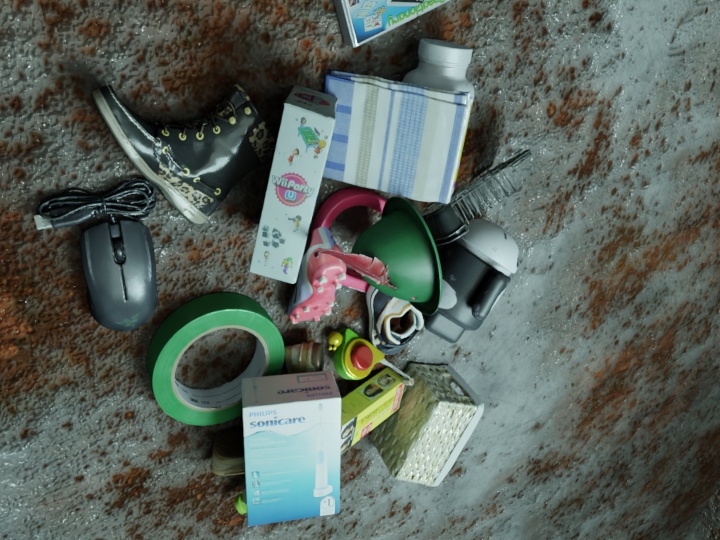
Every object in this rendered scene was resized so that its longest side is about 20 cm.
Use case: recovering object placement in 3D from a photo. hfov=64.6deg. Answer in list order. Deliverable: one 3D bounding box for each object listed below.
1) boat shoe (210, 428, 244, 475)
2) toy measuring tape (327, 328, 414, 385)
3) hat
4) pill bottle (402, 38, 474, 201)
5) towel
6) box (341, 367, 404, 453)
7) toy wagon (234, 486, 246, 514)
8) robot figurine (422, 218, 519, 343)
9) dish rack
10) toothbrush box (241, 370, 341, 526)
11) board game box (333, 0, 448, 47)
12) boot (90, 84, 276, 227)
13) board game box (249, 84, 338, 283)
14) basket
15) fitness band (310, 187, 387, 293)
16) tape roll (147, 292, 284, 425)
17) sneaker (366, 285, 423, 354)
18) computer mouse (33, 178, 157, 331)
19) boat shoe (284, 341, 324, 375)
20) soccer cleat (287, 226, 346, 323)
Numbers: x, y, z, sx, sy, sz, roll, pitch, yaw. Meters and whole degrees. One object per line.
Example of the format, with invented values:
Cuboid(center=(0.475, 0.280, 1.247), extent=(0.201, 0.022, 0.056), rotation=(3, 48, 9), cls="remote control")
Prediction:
Cuboid(center=(-0.159, 0.307, 0.978), extent=(0.195, 0.072, 0.066), rotation=(3, 125, -27), cls="boat shoe")
Cuboid(center=(0.013, 0.171, 0.983), extent=(0.199, 0.074, 0.074), rotation=(39, 95, -28), cls="toy measuring tape")
Cuboid(center=(0.000, 0.000, 0.778), extent=(0.172, 0.166, 0.205), rotation=(-22, 126, -19), cls="hat")
Cuboid(center=(0.100, -0.209, 0.799), extent=(0.102, 0.104, 0.205), rotation=(-7, 121, -29), cls="pill bottle")
Cuboid(center=(0.041, -0.177, 0.757), extent=(0.194, 0.024, 0.151), rotation=(13, 118, 10), cls="towel")
Cuboid(center=(0.001, 0.250, 1.009), extent=(0.198, 0.049, 0.077), rotation=(-23, 132, -49), cls="box")
Cuboid(center=(-0.128, 0.382, 1.028), extent=(0.153, 0.040, 0.199), rotation=(-29, 157, 13), cls="toy wagon")
Cuboid(center=(0.177, 0.016, 0.938), extent=(0.124, 0.149, 0.203), rotation=(15, 111, -57), cls="robot figurine")
Cuboid(center=(0.179, -0.113, 0.886), extent=(0.198, 0.153, 0.055), rotation=(-35, 96, -11), cls="dish rack")
Cuboid(center=(-0.105, 0.266, 0.862), extent=(0.142, 0.085, 0.206), rotation=(-4, 110, -12), cls="toothbrush box")
Cuboid(center=(0.051, -0.382, 0.706), extent=(0.197, 0.035, 0.128), rotation=(-30, 129, -14), cls="board game box")
Cuboid(center=(-0.192, -0.161, 0.659), extent=(0.150, 0.073, 0.201), rotation=(-39, 135, -5), cls="boot")
Cuboid(center=(-0.080, -0.111, 0.710), extent=(0.062, 0.148, 0.205), rotation=(14, 113, -7), cls="board game box")
Cuboid(center=(0.123, 0.295, 1.107), extent=(0.121, 0.136, 0.204), rotation=(18, 108, -34), cls="basket")
Cuboid(center=(0.006, -0.045, 0.887), extent=(0.197, 0.037, 0.146), rotation=(22, 102, -41), cls="fitness band")
Cuboid(center=(-0.211, 0.133, 0.845), extent=(0.196, 0.048, 0.205), rotation=(-17, 126, -24), cls="tape roll")
Cuboid(center=(0.059, 0.098, 0.955), extent=(0.078, 0.079, 0.202), rotation=(-38, 146, -16), cls="sneaker")
Cuboid(center=(-0.302, -0.001, 0.700), extent=(0.135, 0.053, 0.205), rotation=(-16, 125, -25), cls="computer mouse")
Cuboid(center=(-0.098, 0.193, 0.953), extent=(0.074, 0.073, 0.204), rotation=(3, 127, 2), cls="boat shoe")
Cuboid(center=(-0.068, 0.015, 0.829), extent=(0.065, 0.078, 0.201), rotation=(-6, 157, -21), cls="soccer cleat")
